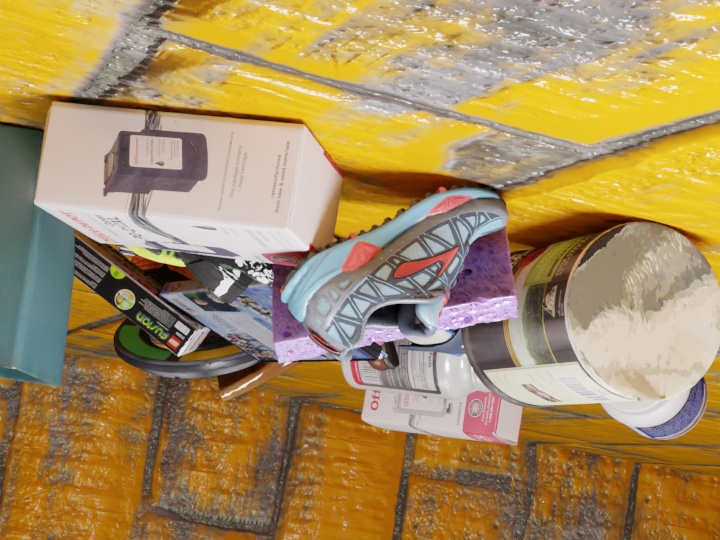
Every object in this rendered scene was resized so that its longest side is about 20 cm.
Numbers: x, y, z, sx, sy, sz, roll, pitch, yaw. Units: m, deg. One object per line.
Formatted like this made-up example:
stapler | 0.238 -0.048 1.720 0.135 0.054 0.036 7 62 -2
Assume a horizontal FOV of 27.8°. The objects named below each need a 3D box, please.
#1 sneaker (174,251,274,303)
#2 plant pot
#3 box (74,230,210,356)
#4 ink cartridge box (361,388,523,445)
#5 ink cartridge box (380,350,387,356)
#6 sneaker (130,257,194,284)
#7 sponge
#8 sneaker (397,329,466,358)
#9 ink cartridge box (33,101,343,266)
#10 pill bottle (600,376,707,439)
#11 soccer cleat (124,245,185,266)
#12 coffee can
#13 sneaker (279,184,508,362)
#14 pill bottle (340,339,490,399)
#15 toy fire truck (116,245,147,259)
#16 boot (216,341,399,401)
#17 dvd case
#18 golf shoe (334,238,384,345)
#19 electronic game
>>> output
sneaker | -0.121 -0.050 1.252 0.200 0.104 0.060 47 -171 -16
plant pot | -0.317 -0.017 1.218 0.141 0.200 0.141 8 170 4
box | -0.246 0.012 1.494 0.200 0.035 0.110 37 -178 3
ink cartridge box | 0.112 0.143 1.909 0.200 0.147 0.083 3 168 31
ink cartridge box | -0.067 0.043 1.439 0.200 0.037 0.095 6 154 44
sneaker | -0.167 0.012 1.639 0.200 0.076 0.092 6 175 27
sponge | 0.026 0.011 1.194 0.200 0.112 0.030 -11 130 5
sneaker | 0.133 0.068 1.647 0.200 0.081 0.146 12 176 18
ink cartridge box | -0.128 -0.063 1.118 0.200 0.084 0.145 7 170 12
pill bottle | 0.345 0.136 1.747 0.116 0.116 0.200 5 170 22
soccer cleat | -0.131 -0.031 1.335 0.200 0.065 0.084 4 173 -8
coffee can | 0.195 0.043 1.255 0.146 0.146 0.200 13 169 -20
sneaker | 0.040 0.008 1.131 0.200 0.096 0.079 -27 163 -19
pill bottle | 0.085 0.101 1.798 0.200 0.111 0.111 5 169 26
toy fire truck | -0.167 -0.033 1.439 0.141 0.049 0.200 9 169 -1
boot | -0.067 0.091 1.621 0.200 0.069 0.188 -22 -149 -5
dvd case | -0.090 0.048 1.404 0.143 0.018 0.200 36 156 -30
golf shoe | 0.000 0.000 1.469 0.092 0.073 0.200 -36 143 9
electronic game | -0.174 0.067 1.619 0.200 0.042 0.200 -5 -158 2
